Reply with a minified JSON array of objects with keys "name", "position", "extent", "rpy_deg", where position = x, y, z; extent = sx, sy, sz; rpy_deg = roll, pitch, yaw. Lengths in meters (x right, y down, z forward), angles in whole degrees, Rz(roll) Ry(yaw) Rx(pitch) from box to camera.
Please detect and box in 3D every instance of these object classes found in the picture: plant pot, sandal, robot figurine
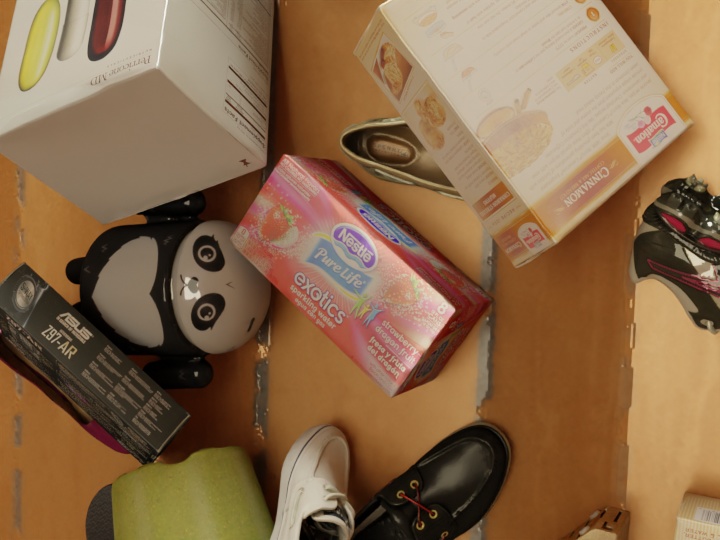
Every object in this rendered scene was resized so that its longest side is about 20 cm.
[{"name":"plant pot","position":[-0.145,0.267,0.866],"extent":[0.198,0.199,0.188],"rpy_deg":[-24,72,24]},{"name":"sandal","position":[-0.229,0.311,0.982],"extent":[0.075,0.043,0.204],"rpy_deg":[-9,98,32]},{"name":"robot figurine","position":[-0.179,0.017,0.888],"extent":[0.196,0.126,0.152],"rpy_deg":[-2,131,25]}]

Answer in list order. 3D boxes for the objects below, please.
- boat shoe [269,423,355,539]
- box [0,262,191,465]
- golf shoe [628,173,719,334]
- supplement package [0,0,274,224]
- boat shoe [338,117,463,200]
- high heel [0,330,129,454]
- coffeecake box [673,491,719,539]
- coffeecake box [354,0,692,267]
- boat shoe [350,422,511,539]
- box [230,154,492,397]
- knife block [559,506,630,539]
[{"name":"boat shoe","position":[-0.037,0.213,0.806],"extent":[0.065,0.202,0.072],"rpy_deg":[-24,119,37]},{"name":"box","position":[-0.251,0.095,0.889],"extent":[0.200,0.160,0.044],"rpy_deg":[43,67,-1]},{"name":"golf shoe","position":[0.293,0.013,0.704],"extent":[0.199,0.077,0.089],"rpy_deg":[37,127,22]},{"name":"supplement package","position":[-0.191,-0.183,0.832],"extent":[0.188,0.147,0.204],"rpy_deg":[-16,58,25]},{"name":"boat shoe","position":[0.078,-0.092,0.794],"extent":[0.196,0.062,0.075],"rpy_deg":[6,95,25]},{"name":"high heel","position":[-0.309,0.118,0.972],"extent":[0.199,0.096,0.068],"rpy_deg":[41,108,18]},{"name":"coffeecake box","position":[0.301,0.286,0.704],"extent":[0.151,0.073,0.205],"rpy_deg":[7,97,24]},{"name":"coffeecake box","position":[0.118,-0.133,0.701],"extent":[0.153,0.073,0.201],"rpy_deg":[-37,88,-20]},{"name":"boat shoe","position":[0.050,0.210,0.827],"extent":[0.201,0.063,0.074],"rpy_deg":[-46,72,19]},{"name":"box","position":[0.000,0.000,0.816],"extent":[0.200,0.102,0.095],"rpy_deg":[43,109,18]},{"name":"knife block","position":[0.178,0.317,0.770],"extent":[0.200,0.064,0.177],"rpy_deg":[-42,76,21]}]
